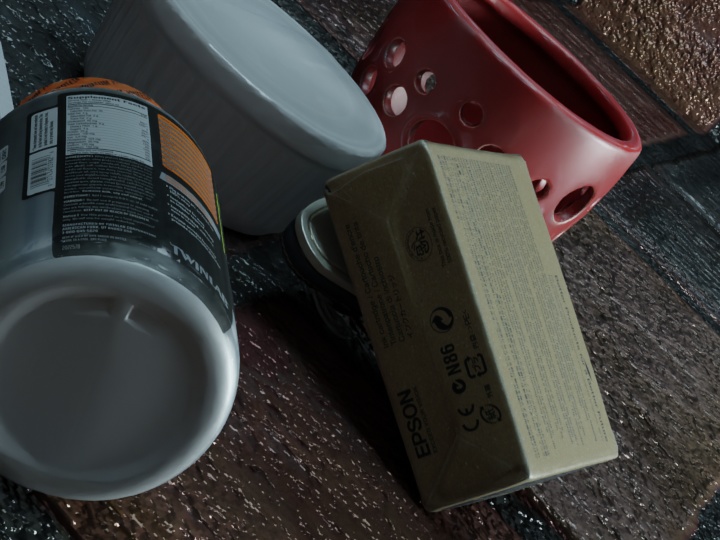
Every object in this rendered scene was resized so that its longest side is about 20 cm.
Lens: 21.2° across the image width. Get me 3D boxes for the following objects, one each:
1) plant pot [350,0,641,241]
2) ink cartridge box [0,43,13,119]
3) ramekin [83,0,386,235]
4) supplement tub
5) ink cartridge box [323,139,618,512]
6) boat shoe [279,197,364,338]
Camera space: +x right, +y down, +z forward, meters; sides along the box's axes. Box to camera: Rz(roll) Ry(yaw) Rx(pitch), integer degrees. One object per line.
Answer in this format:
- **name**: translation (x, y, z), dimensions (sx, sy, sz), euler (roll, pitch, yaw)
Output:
- **plant pot**: translation (0.069, -0.089, 1.365), dimensions (0.200, 0.183, 0.201), euler (39, 17, -14)
- **ink cartridge box**: translation (-0.246, -0.153, 0.933), dimensions (0.160, 0.047, 0.202), euler (28, 41, -53)
- **ramekin**: translation (-0.087, -0.110, 1.223), dimensions (0.202, 0.094, 0.203), euler (38, 18, -15)
- **supplement tub**: translation (-0.119, -0.002, 0.842), dimensions (0.122, 0.123, 0.200), euler (35, 18, -23)
- **ink cartridge box**: translation (0.069, 0.032, 1.140), dimensions (0.164, 0.075, 0.202), euler (3, 67, -65)
- **boat shoe**: translation (0.000, 0.000, 1.188), dimensions (0.200, 0.061, 0.076), euler (5, 66, -63)
